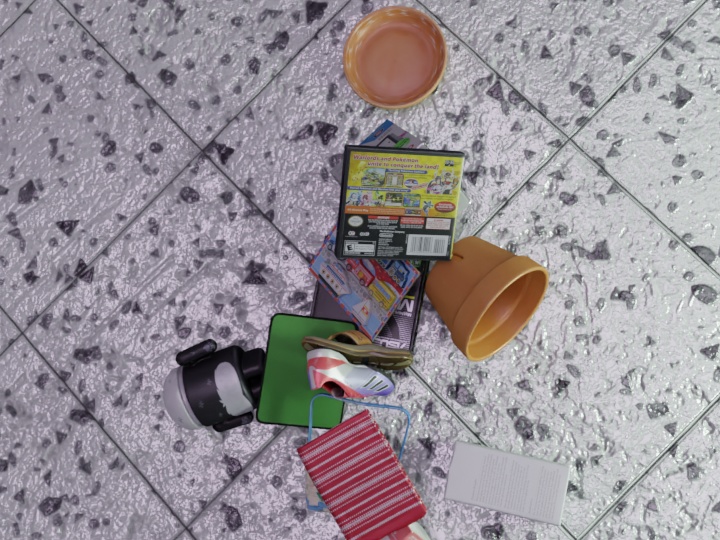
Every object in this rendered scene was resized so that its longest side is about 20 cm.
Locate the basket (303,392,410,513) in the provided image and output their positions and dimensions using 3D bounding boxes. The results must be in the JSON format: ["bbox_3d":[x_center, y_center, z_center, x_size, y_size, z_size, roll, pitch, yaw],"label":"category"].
[{"bbox_3d":[-0.010,0.322,1.589,0.175,0.139,0.202,8,91,10],"label":"basket"}]

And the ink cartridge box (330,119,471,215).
[{"bbox_3d":[0.066,-0.145,1.598,0.147,0.200,0.146,-42,116,0],"label":"ink cartridge box"}]

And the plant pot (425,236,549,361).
[{"bbox_3d":[0.206,0.035,1.584,0.200,0.200,0.140,-46,61,0],"label":"plant pot"}]

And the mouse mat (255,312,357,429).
[{"bbox_3d":[-0.095,0.180,1.629,0.160,0.008,0.202,8,95,-17],"label":"mouse mat"}]

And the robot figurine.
[{"bbox_3d":[-0.256,0.208,1.657,0.199,0.125,0.151,-21,75,5],"label":"robot figurine"}]

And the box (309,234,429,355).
[{"bbox_3d":[0.015,0.046,1.676,0.198,0.048,0.195,11,83,11],"label":"box"}]

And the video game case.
[{"bbox_3d":[0.063,-0.107,1.487,0.198,0.026,0.182,1,108,-16],"label":"video game case"}]

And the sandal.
[{"bbox_3d":[-0.005,0.133,1.609,0.198,0.080,0.054,7,64,-8],"label":"sandal"}]

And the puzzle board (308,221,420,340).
[{"bbox_3d":[0.000,0.000,1.606,0.200,0.017,0.151,47,113,31],"label":"puzzle board"}]

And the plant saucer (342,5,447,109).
[{"bbox_3d":[0.066,-0.399,1.744,0.198,0.037,0.202,-1,82,9],"label":"plant saucer"}]

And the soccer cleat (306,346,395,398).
[{"bbox_3d":[-0.017,0.194,1.587,0.068,0.199,0.074,-20,56,37],"label":"soccer cleat"}]

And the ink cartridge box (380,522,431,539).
[{"bbox_3d":[0.023,0.503,1.560,0.200,0.117,0.068,-41,45,0],"label":"ink cartridge box"}]

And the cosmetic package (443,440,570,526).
[{"bbox_3d":[0.250,0.361,1.576,0.198,0.071,0.102,12,83,11],"label":"cosmetic package"}]

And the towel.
[{"bbox_3d":[0.003,0.345,1.508,0.144,0.022,0.201,-31,87,6],"label":"towel"}]
